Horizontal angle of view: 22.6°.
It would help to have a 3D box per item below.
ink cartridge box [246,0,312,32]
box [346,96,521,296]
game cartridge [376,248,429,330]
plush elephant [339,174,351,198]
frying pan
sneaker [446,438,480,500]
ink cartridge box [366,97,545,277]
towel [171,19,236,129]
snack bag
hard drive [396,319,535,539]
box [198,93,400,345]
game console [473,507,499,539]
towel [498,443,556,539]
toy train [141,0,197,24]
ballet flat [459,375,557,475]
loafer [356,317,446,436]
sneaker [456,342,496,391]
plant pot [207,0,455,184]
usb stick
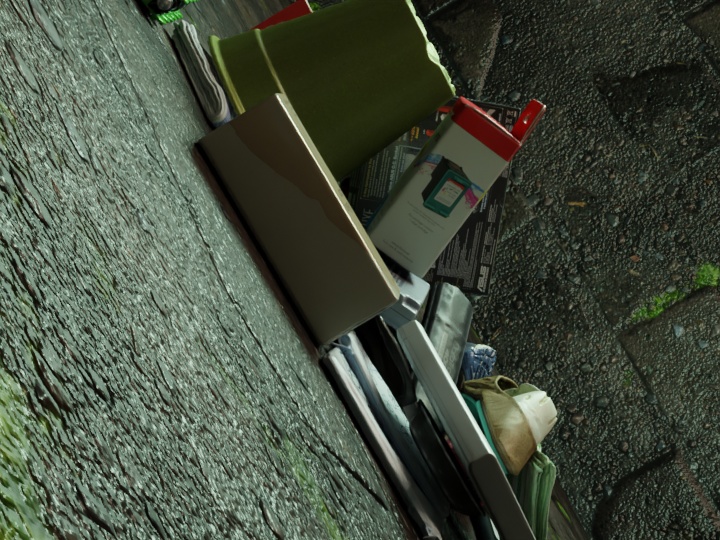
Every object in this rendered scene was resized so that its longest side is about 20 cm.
[{"bbox_3d":[-0.062,-0.205,2.107,0.200,0.116,0.067,63,7,26],"label":"ink cartridge box"},{"bbox_3d":[0.069,-0.082,1.849,0.050,0.157,0.200,-156,-105,-75],"label":"box"},{"bbox_3d":[0.000,0.000,1.702,0.133,0.041,0.200,38,7,1],"label":"game cartridge"},{"bbox_3d":[0.029,-0.051,1.965,0.165,0.200,0.155,105,-14,-67],"label":"plush elephant"},{"bbox_3d":[0.057,0.137,1.523,0.190,0.031,0.115,59,3,-35],"label":"frying pan"},{"bbox_3d":[0.117,0.193,1.787,0.075,0.081,0.200,62,5,8],"label":"sneaker"},{"bbox_3d":[0.090,-0.098,1.740,0.067,0.200,0.116,36,7,-6],"label":"ink cartridge box"},{"bbox_3d":[-0.114,-0.137,1.732,0.200,0.024,0.147,54,8,-49],"label":"towel"},{"bbox_3d":[0.026,0.137,1.540,0.189,0.021,0.200,60,5,2],"label":"snack bag"},{"bbox_3d":[0.090,0.145,1.536,0.132,0.027,0.200,63,-1,-35],"label":"hard drive"},{"bbox_3d":[-0.049,-0.044,1.515,0.200,0.078,0.095,59,4,-5],"label":"box"},{"bbox_3d":[0.168,0.326,1.854,0.177,0.031,0.200,52,6,-14],"label":"game console"},{"bbox_3d":[0.152,0.222,1.667,0.200,0.023,0.153,-104,-162,-79],"label":"towel"},{"bbox_3d":[-0.185,-0.266,1.706,0.056,0.042,0.200,48,7,-8],"label":"toy train"},{"bbox_3d":[0.138,0.132,1.631,0.200,0.072,0.068,-127,-165,-82],"label":"ballet flat"},{"bbox_3d":[0.048,0.084,1.779,0.073,0.071,0.200,53,8,-52],"label":"loafer"},{"bbox_3d":[0.085,0.119,1.863,0.085,0.077,0.200,22,-20,7],"label":"sneaker"},{"bbox_3d":[-0.017,-0.178,1.730,0.200,0.190,0.200,63,5,-11],"label":"plant pot"},{"bbox_3d":[0.071,0.091,1.721,0.055,0.033,0.200,45,38,-25],"label":"usb stick"}]
